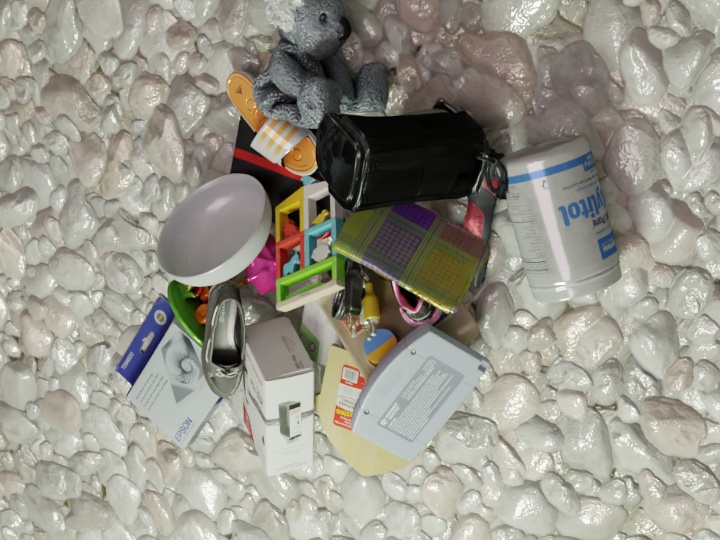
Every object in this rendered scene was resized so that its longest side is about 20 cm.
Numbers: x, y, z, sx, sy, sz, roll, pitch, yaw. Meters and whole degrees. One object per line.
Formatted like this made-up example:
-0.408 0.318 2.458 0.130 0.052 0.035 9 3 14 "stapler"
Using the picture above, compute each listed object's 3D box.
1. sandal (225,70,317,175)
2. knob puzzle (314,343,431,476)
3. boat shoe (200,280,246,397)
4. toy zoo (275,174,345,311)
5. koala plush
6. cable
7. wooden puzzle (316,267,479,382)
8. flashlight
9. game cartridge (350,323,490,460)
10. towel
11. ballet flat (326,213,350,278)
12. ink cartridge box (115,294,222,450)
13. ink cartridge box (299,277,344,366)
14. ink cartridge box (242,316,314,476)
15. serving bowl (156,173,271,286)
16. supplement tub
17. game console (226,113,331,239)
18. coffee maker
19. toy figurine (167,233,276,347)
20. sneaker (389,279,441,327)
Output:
-0.147 -0.217 1.700 0.207 0.059 0.079 45 127 13 "sandal"
0.023 0.225 1.728 0.218 0.030 0.222 8 111 20 "knob puzzle"
-0.209 0.115 1.725 0.066 0.057 0.202 -4 114 -17 "boat shoe"
-0.077 -0.051 1.684 0.131 0.020 0.202 -22 60 39 "toy zoo"
-0.073 -0.323 1.602 0.183 0.177 0.202 14 116 35 "koala plush"
0.000 0.000 1.636 0.097 0.050 0.202 -8 74 60 "cable"
0.050 0.061 1.664 0.185 0.046 0.201 -35 72 4 "wooden puzzle"
0.160 -0.075 1.620 0.067 0.068 0.202 17 112 19 "flashlight"
0.079 0.175 1.628 0.133 0.041 0.201 29 110 -22 "game cartridge"
0.073 -0.030 1.561 0.199 0.144 0.023 28 143 5 "towel"
0.001 -0.076 1.711 0.201 0.067 0.064 -56 52 28 "ballet flat"
-0.329 0.179 1.957 0.200 0.041 0.200 40 119 10 "ink cartridge box"
0.008 0.104 1.751 0.198 0.067 0.118 21 116 19 "ink cartridge box"
-0.133 0.198 1.776 0.147 0.082 0.202 -124 29 -50 "ink cartridge box"
-0.215 -0.052 1.730 0.198 0.201 0.066 -10 138 28 "serving bowl"
0.271 -0.071 1.530 0.131 0.132 0.202 -13 101 29 "supplement tub"
-0.113 -0.154 1.756 0.199 0.031 0.178 21 110 19 "game console"
0.064 -0.153 1.509 0.192 0.198 0.136 19 115 56 "coffee maker"
-0.200 0.005 1.804 0.184 0.150 0.201 -39 48 14 "toy figurine"
0.062 -0.019 1.601 0.078 0.095 0.202 -22 77 15 "sneaker"
